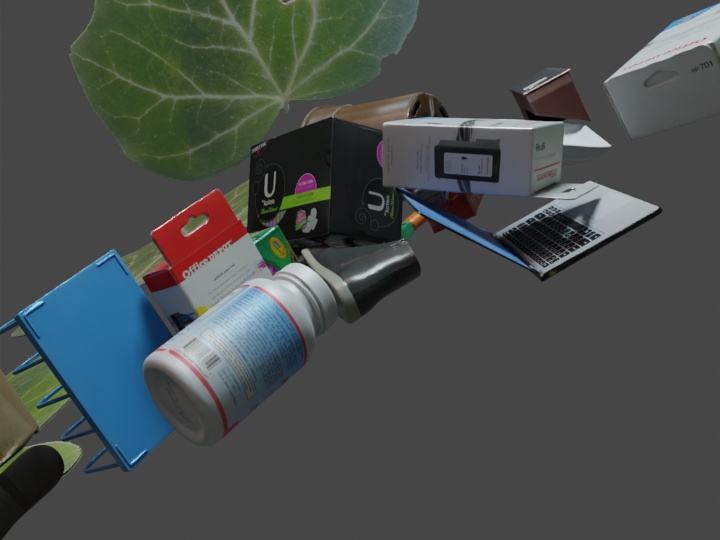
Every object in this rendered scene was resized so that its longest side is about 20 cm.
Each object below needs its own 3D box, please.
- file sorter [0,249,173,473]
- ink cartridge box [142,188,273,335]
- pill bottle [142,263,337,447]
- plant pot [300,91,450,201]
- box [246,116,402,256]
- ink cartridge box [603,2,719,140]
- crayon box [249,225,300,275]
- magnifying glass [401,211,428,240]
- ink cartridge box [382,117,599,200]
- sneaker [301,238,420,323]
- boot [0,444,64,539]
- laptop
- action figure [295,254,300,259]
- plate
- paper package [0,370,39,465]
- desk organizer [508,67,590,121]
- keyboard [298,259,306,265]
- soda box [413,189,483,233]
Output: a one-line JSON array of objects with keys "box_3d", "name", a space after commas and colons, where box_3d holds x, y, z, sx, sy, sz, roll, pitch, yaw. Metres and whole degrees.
[{"box_3d": [-0.298, 0.110, 0.954, 0.122, 0.201, 0.139, -21, 16, 43], "name": "file sorter"}, {"box_3d": [-0.165, 0.023, 0.970, 0.067, 0.202, 0.116, -14, 20, 46], "name": "ink cartridge box"}, {"box_3d": [-0.117, 0.079, 0.872, 0.200, 0.110, 0.108, -39, 17, -34], "name": "pill bottle"}, {"box_3d": [0.037, -0.186, 1.348, 0.196, 0.202, 0.200, -8, 24, 35], "name": "plant pot"}, {"box_3d": [-0.050, -0.103, 1.124, 0.123, 0.151, 0.199, 7, -9, -37], "name": "box"}, {"box_3d": [0.407, -0.249, 0.999, 0.200, 0.086, 0.146, -41, 17, -33], "name": "ink cartridge box"}, {"box_3d": [-0.151, 0.020, 1.122, 0.058, 0.120, 0.199, -39, 16, -35], "name": "crayon box"}, {"box_3d": [0.053, -0.048, 1.158, 0.200, 0.023, 0.079, -41, 18, -31], "name": "magnifying glass"}, {"box_3d": [0.134, -0.117, 0.853, 0.198, 0.069, 0.116, 7, 16, 27], "name": "ink cartridge box"}, {"box_3d": [0.000, 0.000, 1.011, 0.105, 0.075, 0.200, -27, 22, -10], "name": "sneaker"}, {"box_3d": [-0.417, 0.275, 0.923, 0.199, 0.074, 0.075, -36, -4, -39], "name": "boot"}, {"box_3d": [0.154, -0.072, 0.835, 0.198, 0.117, 0.187, -29, 15, 3], "name": "laptop"}, {"box_3d": [-0.150, -0.015, 1.318, 0.199, 0.070, 0.130, -27, -10, -31], "name": "action figure"}, {"box_3d": [0.205, -0.166, 1.087, 0.197, 0.033, 0.200, 3, 19, 4], "name": "plate"}, {"box_3d": [-0.610, 0.200, 1.259, 0.189, 0.201, 0.103, -19, 17, 40], "name": "paper package"}, {"box_3d": [0.276, -0.247, 1.243, 0.071, 0.078, 0.200, -27, 10, 10], "name": "desk organizer"}, {"box_3d": [-0.078, -0.003, 1.261, 0.199, 0.021, 0.127, -32, 8, -5], "name": "keyboard"}, {"box_3d": [0.130, -0.125, 1.155, 0.063, 0.071, 0.200, -23, 15, 24], "name": "soda box"}]
